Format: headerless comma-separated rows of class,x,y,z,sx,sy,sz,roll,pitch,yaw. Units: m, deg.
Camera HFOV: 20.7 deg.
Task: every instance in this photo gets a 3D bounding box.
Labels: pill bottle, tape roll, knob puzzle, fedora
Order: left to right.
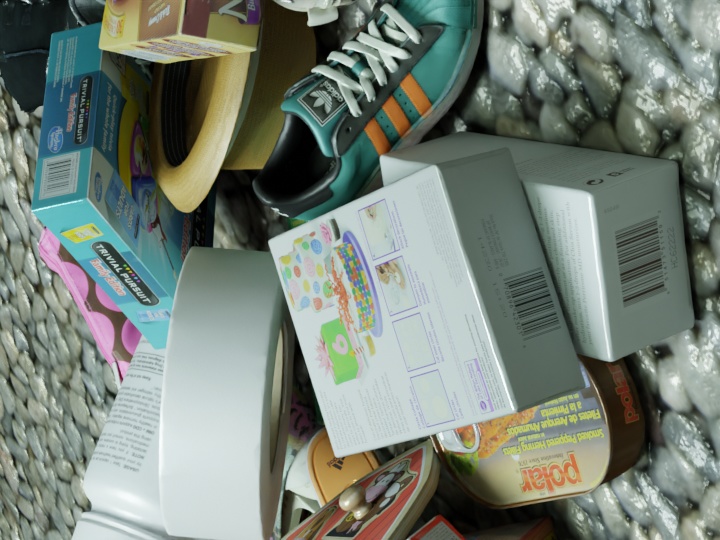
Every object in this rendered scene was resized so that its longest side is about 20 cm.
pill bottle,-0.144,0.141,1.514,0.113,0.113,0.201,-1,63,57
tape roll,-0.090,0.086,1.368,0.202,0.070,0.204,4,-90,-87
fedora,-0.083,-0.136,1.361,0.200,0.081,0.203,-170,90,-66
knob puzzle,-0.023,0.178,1.335,0.031,0.220,0.219,50,150,-8

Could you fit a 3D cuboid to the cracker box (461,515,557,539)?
cracker box,0.054,0.255,1.340,0.199,0.058,0.135,-16,94,29

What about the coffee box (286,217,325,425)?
coffee box,0.000,0.000,1.336,0.123,0.044,0.202,-20,78,59

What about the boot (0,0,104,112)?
boot,-0.245,-0.149,1.640,0.162,0.073,0.200,8,107,53

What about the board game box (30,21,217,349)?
board game box,-0.165,-0.058,1.432,0.200,0.047,0.152,55,-150,-53

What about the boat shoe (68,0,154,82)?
boat shoe,-0.153,-0.166,1.491,0.199,0.068,0.074,47,142,32

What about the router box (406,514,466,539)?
router box,0.051,0.293,1.290,0.179,0.049,0.200,44,118,11

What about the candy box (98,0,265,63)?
candy box,-0.112,-0.198,1.271,0.200,0.056,0.118,-169,88,-69

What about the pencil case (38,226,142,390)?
pencil case,-0.200,0.035,1.655,0.201,0.093,0.091,57,147,21

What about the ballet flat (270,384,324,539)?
ballet flat,-0.049,0.171,1.534,0.071,0.069,0.201,29,137,23

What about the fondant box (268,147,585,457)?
fondant box,0.034,0.024,1.175,0.200,0.058,0.145,-21,86,55

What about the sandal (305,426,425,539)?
sandal,0.011,0.198,1.421,0.207,0.079,0.059,55,-170,24

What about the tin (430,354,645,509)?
tin,0.108,0.091,1.263,0.200,0.042,0.113,-21,86,59

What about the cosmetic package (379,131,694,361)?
cosmetic package,0.102,-0.019,1.176,0.199,0.071,0.102,15,118,53

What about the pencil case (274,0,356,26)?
pencil case,-0.014,-0.251,1.217,0.201,0.077,0.090,108,158,-44

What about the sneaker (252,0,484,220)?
sneaker,0.003,-0.109,1.225,0.071,0.080,0.201,47,119,29
